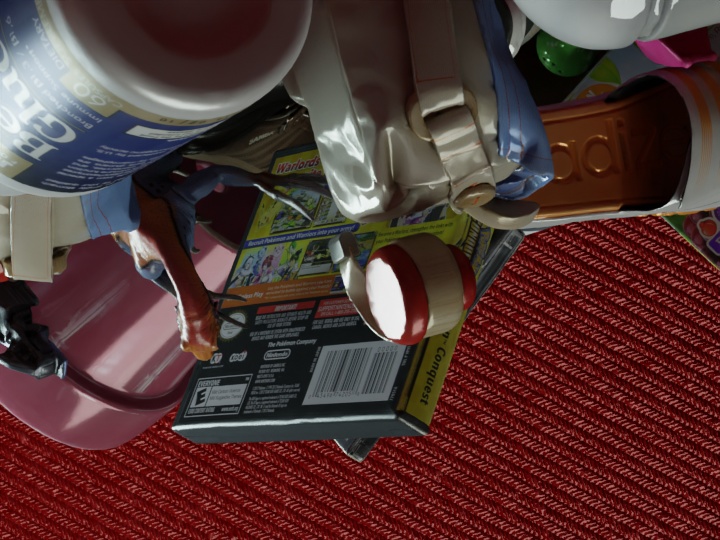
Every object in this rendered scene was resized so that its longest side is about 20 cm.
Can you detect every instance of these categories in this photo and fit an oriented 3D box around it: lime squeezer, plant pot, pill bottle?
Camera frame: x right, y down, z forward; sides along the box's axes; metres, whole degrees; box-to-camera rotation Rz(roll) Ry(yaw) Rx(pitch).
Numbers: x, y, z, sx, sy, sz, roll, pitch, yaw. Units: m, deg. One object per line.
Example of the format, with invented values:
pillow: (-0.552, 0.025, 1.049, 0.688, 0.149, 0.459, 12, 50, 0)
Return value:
lime squeezer: (0.129, -0.149, 1.307, 0.038, 0.071, 0.200, 23, -160, 5)
plant pot: (-0.150, -0.012, 1.481, 0.179, 0.200, 0.200, -36, 167, 27)
pill bottle: (-0.112, -0.092, 0.931, 0.111, 0.111, 0.200, -14, 175, -32)

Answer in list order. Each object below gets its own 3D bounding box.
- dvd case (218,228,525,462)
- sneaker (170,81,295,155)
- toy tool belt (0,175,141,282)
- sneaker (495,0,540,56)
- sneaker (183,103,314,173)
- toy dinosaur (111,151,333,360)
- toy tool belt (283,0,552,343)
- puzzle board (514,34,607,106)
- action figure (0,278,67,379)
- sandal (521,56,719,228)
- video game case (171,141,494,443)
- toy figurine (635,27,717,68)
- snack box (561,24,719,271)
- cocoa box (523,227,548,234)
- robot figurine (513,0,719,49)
dvd case: (0.000, 0.000, 1.270, 0.016, 0.149, 0.200, 32, -173, -32)
sneaker: (-0.048, -0.119, 1.217, 0.199, 0.076, 0.091, -11, 154, -4)
toy tool belt: (-0.149, -0.057, 1.149, 0.123, 0.125, 0.200, -19, 160, -4)
sneaker: (0.050, -0.136, 1.321, 0.079, 0.074, 0.200, -33, -171, -31)
sneaker: (-0.054, -0.099, 1.403, 0.075, 0.071, 0.200, -19, 176, 25)
toy dinosaur: (-0.116, -0.014, 1.238, 0.199, 0.105, 0.182, 8, -163, 3)
toy tool belt: (0.045, -0.075, 1.088, 0.123, 0.200, 0.125, -14, 174, -23)
puzzle board: (0.096, -0.104, 1.385, 0.150, 0.017, 0.200, -16, -141, -9)
action figure: (-0.239, -0.023, 1.277, 0.193, 0.200, 0.105, -23, 143, -45)
sandal: (0.148, -0.062, 1.181, 0.206, 0.079, 0.059, -15, -179, -25)
video game case: (-0.008, 0.006, 1.238, 0.025, 0.181, 0.200, 33, 156, -32)
toy figurine: (0.207, -0.168, 1.145, 0.184, 0.200, 0.150, 2, -146, 6)
snack box: (0.225, -0.113, 1.266, 0.200, 0.142, 0.053, -48, 174, 9)
cocoa box: (0.128, -0.101, 1.664, 0.131, 0.134, 0.200, -18, 176, 12)
robot figurine: (0.139, -0.161, 0.987, 0.200, 0.113, 0.170, -16, 156, -13)
